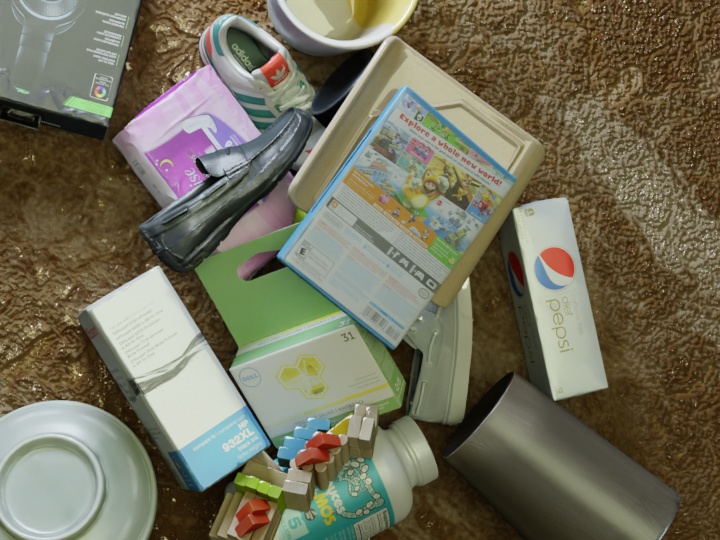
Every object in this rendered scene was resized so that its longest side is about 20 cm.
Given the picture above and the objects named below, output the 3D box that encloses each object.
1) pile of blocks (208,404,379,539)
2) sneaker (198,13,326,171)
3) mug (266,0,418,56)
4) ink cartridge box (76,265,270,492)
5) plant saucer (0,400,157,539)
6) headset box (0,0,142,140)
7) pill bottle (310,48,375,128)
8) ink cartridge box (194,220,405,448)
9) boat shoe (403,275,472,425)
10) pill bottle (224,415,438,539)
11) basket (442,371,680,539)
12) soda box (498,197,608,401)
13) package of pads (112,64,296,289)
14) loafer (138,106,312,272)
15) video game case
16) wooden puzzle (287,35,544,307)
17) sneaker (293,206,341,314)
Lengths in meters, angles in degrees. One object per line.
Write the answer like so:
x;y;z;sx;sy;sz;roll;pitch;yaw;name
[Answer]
-0.063;0.181;1.654;0.200;0.062;0.082;-42;67;-18;pile of blocks
-0.083;-0.174;1.760;0.070;0.093;0.200;-42;94;-12;sneaker
-0.012;-0.274;1.753;0.185;0.153;0.151;15;82;-11;mug
-0.181;0.105;1.690;0.083;0.145;0.201;-32;93;-13;ink cartridge box
-0.293;0.212;1.672;0.198;0.050;0.202;0;67;-1;plant saucer
-0.308;-0.236;1.717;0.172;0.093;0.202;16;83;-10;headset box
0.049;-0.121;1.753;0.200;0.112;0.112;43;78;-21;pill bottle
-0.062;0.064;1.704;0.144;0.048;0.201;-20;116;21;ink cartridge box
0.074;0.062;1.763;0.068;0.072;0.202;0;122;-5;boat shoe
-0.025;0.217;1.733;0.199;0.111;0.112;-26;91;-13;pill bottle
0.190;0.207;1.752;0.200;0.180;0.136;40;69;-2;basket
0.196;0.030;1.817;0.063;0.068;0.202;-12;88;-13;soda box
-0.141;-0.088;1.749;0.120;0.076;0.201;-39;95;-17;package of pads
-0.126;-0.087;1.678;0.201;0.068;0.070;-47;106;-10;loafer
0.035;-0.049;1.648;0.143;0.018;0.201;38;84;-15;video game case
0.053;-0.093;1.678;0.199;0.037;0.186;35;85;-16;wooden puzzle
0.000;0.000;1.749;0.105;0.076;0.202;-28;128;-27;sneaker
